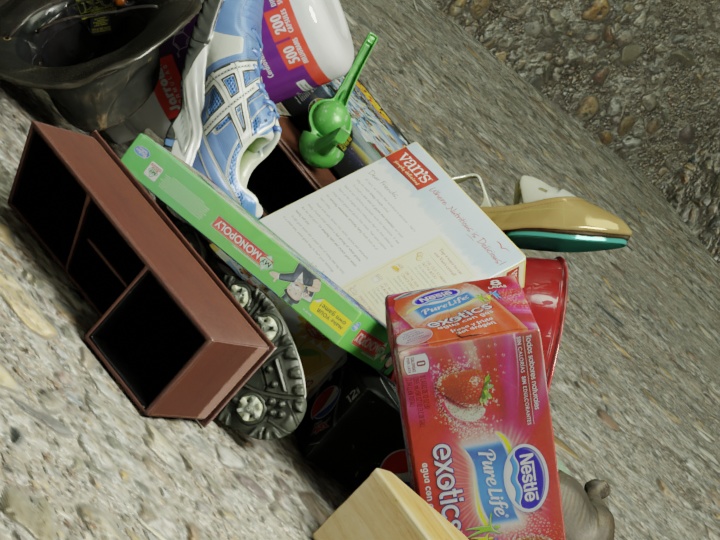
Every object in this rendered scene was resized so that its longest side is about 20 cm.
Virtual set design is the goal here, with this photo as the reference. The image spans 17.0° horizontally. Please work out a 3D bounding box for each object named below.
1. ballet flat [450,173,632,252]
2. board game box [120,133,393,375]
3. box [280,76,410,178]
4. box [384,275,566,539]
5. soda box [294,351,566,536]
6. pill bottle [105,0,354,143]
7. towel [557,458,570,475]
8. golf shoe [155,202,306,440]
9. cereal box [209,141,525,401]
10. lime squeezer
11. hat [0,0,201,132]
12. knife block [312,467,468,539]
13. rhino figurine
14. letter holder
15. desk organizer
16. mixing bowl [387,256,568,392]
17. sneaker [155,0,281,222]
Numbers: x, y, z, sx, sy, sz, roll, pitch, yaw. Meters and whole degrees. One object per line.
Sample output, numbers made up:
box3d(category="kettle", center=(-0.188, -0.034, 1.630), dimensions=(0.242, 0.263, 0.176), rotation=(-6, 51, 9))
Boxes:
box3d(category="ballet flat", center=(0.105, -0.044, 1.814), dimensions=(0.069, 0.198, 0.064), rotation=(45, 43, -77))
box3d(category="board game box", center=(-0.063, -0.010, 1.621), dimensions=(0.200, 0.029, 0.135), rotation=(39, 2, 19))
box3d(category="box", center=(-0.001, -0.107, 1.958), dimensions=(0.200, 0.040, 0.137), rotation=(52, 14, 17))
box3d(category="box", center=(0.077, 0.116, 1.573), dimensions=(0.100, 0.095, 0.202), rotation=(-104, -175, -69))
box3d(category="soda box", center=(0.048, 0.144, 1.674), dimensions=(0.200, 0.071, 0.063), rotation=(38, 11, -26))
box3d(category="pill bottle", center=(-0.112, -0.170, 1.865), dimensions=(0.112, 0.199, 0.113), rotation=(-22, 90, -79))
box3d(category="towel", center=(0.115, 0.141, 2.023), dimensions=(0.200, 0.023, 0.153), rotation=(39, 12, -22))
box3d(category="golf shoe", center=(-0.087, 0.035, 1.595), dimensions=(0.200, 0.077, 0.088), rotation=(51, 9, 30))
box3d(category="cereal box", center=(0.000, 0.000, 1.732), dimensions=(0.144, 0.199, 0.040), rotation=(49, -25, 34))
box3d(category="lime squeezer", center=(-0.021, -0.121, 1.850), dimensions=(0.037, 0.071, 0.200), rotation=(17, 27, 0))
box3d(category="hat", center=(-0.198, -0.152, 1.761), dimensions=(0.201, 0.199, 0.081), rotation=(-114, -168, -61))
box3d(category="knife block", center=(0.064, 0.230, 1.457), dimensions=(0.200, 0.064, 0.176), rotation=(42, 12, -13))
box3d(category="rhino figurine", center=(0.172, 0.202, 1.913), dimensions=(0.200, 0.060, 0.088), rotation=(42, 26, -18))
box3d(category="letter holder", center=(-0.042, -0.040, 1.938), dimensions=(0.142, 0.101, 0.200), rotation=(48, 13, 9))
box3d(category="desk organizer", center=(-0.151, 0.000, 1.510), dimensions=(0.200, 0.072, 0.077), rotation=(49, 15, 22))
box3d(category="mixing bowl", center=(0.075, 0.072, 1.800), dimensions=(0.108, 0.202, 0.200), rotation=(16, 16, -6))
box3d(category="sneaker", center=(-0.092, -0.125, 1.760), dimensions=(0.076, 0.202, 0.076), rotation=(10, -8, 10))
